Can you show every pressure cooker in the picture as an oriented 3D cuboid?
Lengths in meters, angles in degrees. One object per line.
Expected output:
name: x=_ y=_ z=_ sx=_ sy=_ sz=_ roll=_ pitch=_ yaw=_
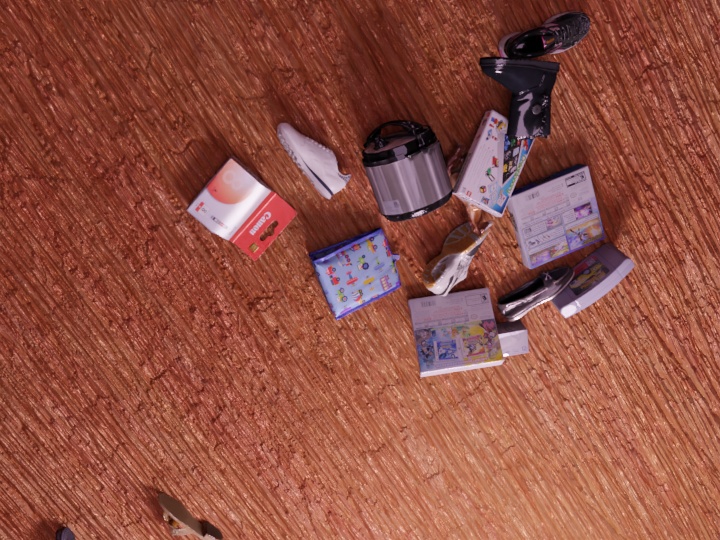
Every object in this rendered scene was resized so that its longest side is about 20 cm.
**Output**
pressure cooker: x=0.098 y=-0.227 z=1.611 sx=0.174 sy=0.179 sz=0.202 roll=-20 pitch=109 yaw=7

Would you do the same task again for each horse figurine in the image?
horse figurine: x=0.253 y=-0.193 z=1.687 sx=0.132 sy=0.050 sz=0.200 roll=-42 pitch=105 yaw=-3

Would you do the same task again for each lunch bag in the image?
lunch bag: x=0.000 y=0.000 z=1.734 sx=0.198 sy=0.094 sz=0.152 roll=-22 pitch=105 yaw=-5

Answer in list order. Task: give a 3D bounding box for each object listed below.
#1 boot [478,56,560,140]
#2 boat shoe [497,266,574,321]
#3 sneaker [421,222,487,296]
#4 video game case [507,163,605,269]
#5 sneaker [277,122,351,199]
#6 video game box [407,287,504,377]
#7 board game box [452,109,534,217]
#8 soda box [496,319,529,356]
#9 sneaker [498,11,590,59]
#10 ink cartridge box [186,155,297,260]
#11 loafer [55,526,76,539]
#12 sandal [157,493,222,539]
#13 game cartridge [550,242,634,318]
boot: x=0.332 y=-0.362 z=1.575 sx=0.198 sy=0.076 sz=0.170 roll=-3 pitch=108 yaw=-27
boat shoe: x=0.417 y=0.046 z=1.774 sx=0.199 sy=0.067 sz=0.057 roll=-38 pitch=111 yaw=13
sneaker: x=0.229 y=-0.027 z=1.748 sx=0.200 sy=0.076 sz=0.088 roll=-47 pitch=135 yaw=2
video game case: x=0.450 y=-0.125 z=1.718 sx=0.198 sy=0.045 sz=0.183 roll=-22 pitch=107 yaw=-5
sneaker: x=-0.107 y=-0.256 z=1.654 sx=0.080 sy=0.076 sz=0.200 roll=-40 pitch=110 yaw=-2
video game box: x=0.223 y=0.146 z=1.755 sx=0.198 sy=0.047 sz=0.184 roll=-8 pitch=66 yaw=0
board game box: x=0.297 y=-0.237 z=1.653 sx=0.125 sy=0.035 sz=0.202 roll=25 pitch=87 yaw=-19
soda box: x=0.305 y=0.175 z=1.809 sx=0.198 sy=0.068 sz=0.064 roll=-9 pitch=108 yaw=1
sneaker: x=0.401 y=-0.491 z=1.588 sx=0.198 sy=0.086 sz=0.081 roll=-23 pitch=110 yaw=4
ink cartridge box: x=-0.269 y=-0.135 z=1.690 sx=0.200 sy=0.050 sz=0.162 roll=41 pitch=102 yaw=-11
loafer: x=-0.776 y=0.765 z=1.947 sx=0.062 sy=0.072 sz=0.202 roll=-6 pitch=111 yaw=4
sandal: x=-0.460 y=0.666 z=1.925 sx=0.211 sy=0.078 sz=0.070 roll=40 pitch=96 yaw=-19
game cartridge: x=0.535 y=0.023 z=1.737 sx=0.200 sy=0.133 sz=0.041 roll=-40 pitch=113 yaw=9
